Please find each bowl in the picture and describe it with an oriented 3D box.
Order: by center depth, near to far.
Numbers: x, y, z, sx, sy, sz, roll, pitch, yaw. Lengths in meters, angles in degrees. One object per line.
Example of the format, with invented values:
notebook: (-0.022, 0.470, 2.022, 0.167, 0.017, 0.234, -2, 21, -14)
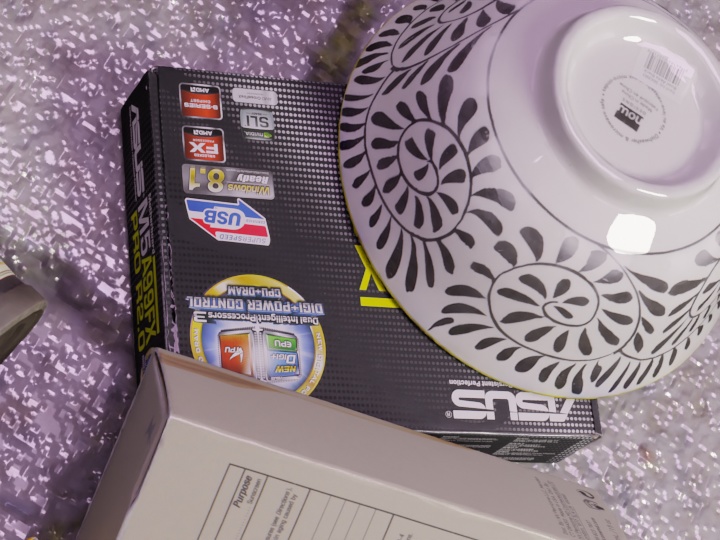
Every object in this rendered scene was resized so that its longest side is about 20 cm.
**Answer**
bowl: (0.100, -0.053, 0.957, 0.200, 0.094, 0.201, 9, 67, -22)

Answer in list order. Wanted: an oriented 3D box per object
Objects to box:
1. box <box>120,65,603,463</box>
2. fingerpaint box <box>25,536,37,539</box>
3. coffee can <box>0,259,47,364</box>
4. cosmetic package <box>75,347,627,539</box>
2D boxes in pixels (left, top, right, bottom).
box: (0.000, 0.000, 0.968, 0.200, 0.044, 0.160, 4, 67, -23)
fingerpaint box: (-0.145, 0.224, 0.793, 0.167, 0.073, 0.200, -27, 84, -30)
coffee can: (-0.234, -0.011, 0.807, 0.200, 0.146, 0.146, 47, 58, 0)
cosmetic package: (-0.005, 0.114, 0.878, 0.200, 0.071, 0.105, 21, 105, -16)
